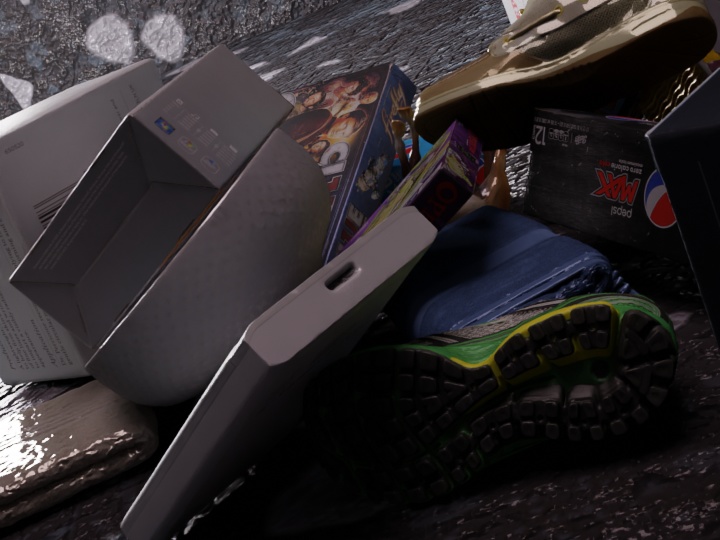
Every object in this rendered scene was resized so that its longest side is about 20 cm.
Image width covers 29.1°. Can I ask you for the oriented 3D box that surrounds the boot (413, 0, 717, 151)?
[{"bbox_3d":[0.118,-0.174,0.903,0.199,0.072,0.156,-21,60,21],"label":"boot"}]

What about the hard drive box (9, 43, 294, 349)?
[{"bbox_3d":[-0.142,-0.059,0.978,0.156,0.077,0.200,-48,6,25],"label":"hard drive box"}]

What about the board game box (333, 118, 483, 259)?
[{"bbox_3d":[0.000,0.000,0.857,0.200,0.032,0.120,-48,11,20],"label":"board game box"}]

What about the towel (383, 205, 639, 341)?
[{"bbox_3d":[0.078,0.016,0.826,0.111,0.049,0.200,-27,17,-7],"label":"towel"}]

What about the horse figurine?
[{"bbox_3d":[0.062,-0.056,0.982,0.050,0.134,0.200,6,20,34],"label":"horse figurine"}]

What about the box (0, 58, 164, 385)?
[{"bbox_3d":[-0.234,-0.040,1.146,0.130,0.200,0.200,-8,22,43],"label":"box"}]

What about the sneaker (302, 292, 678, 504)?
[{"bbox_3d":[0.064,0.062,0.688,0.199,0.079,0.085,-14,3,21],"label":"sneaker"}]

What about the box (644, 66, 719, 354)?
[{"bbox_3d":[0.241,-0.022,0.551,0.199,0.149,0.107,-7,22,41],"label":"box"}]

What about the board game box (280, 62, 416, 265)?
[{"bbox_3d":[-0.043,-0.061,1.064,0.135,0.035,0.201,-10,50,38],"label":"board game box"}]

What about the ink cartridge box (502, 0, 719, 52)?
[{"bbox_3d":[0.243,-0.246,1.248,0.145,0.148,0.200,-29,17,-18],"label":"ink cartridge box"}]

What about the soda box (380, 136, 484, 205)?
[{"bbox_3d":[0.014,-0.061,1.122,0.199,0.065,0.068,-10,21,39],"label":"soda box"}]

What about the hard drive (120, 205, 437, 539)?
[{"bbox_3d":[-0.045,0.060,0.711,0.132,0.026,0.200,-38,-10,-41],"label":"hard drive"}]

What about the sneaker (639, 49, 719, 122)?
[{"bbox_3d":[0.244,-0.081,0.864,0.089,0.075,0.201,12,35,-15],"label":"sneaker"}]

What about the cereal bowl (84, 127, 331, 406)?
[{"bbox_3d":[-0.083,0.010,0.883,0.200,0.083,0.200,-50,6,7],"label":"cereal bowl"}]

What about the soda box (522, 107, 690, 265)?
[{"bbox_3d":[0.175,-0.048,0.796,0.063,0.071,0.200,-1,12,-27],"label":"soda box"}]

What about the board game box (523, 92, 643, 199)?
[{"bbox_3d":[0.194,-0.136,1.025,0.200,0.034,0.136,-46,-17,-51],"label":"board game box"}]

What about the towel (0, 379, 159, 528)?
[{"bbox_3d":[-0.224,0.129,0.906,0.199,0.035,0.133,-23,18,-4],"label":"towel"}]
